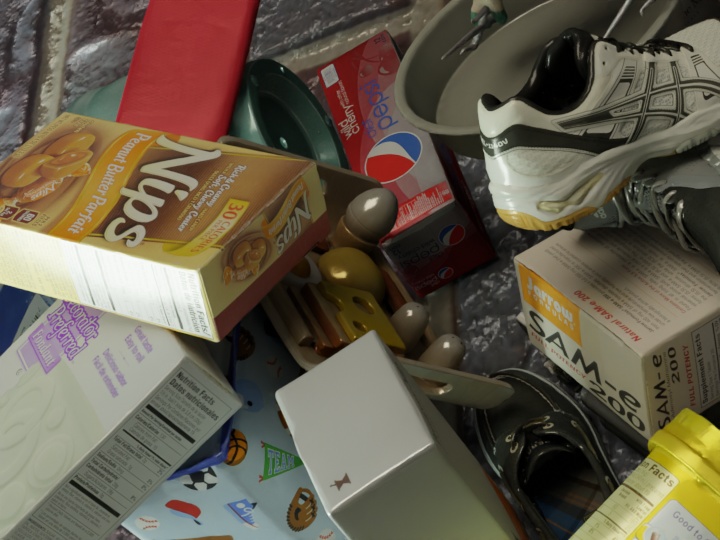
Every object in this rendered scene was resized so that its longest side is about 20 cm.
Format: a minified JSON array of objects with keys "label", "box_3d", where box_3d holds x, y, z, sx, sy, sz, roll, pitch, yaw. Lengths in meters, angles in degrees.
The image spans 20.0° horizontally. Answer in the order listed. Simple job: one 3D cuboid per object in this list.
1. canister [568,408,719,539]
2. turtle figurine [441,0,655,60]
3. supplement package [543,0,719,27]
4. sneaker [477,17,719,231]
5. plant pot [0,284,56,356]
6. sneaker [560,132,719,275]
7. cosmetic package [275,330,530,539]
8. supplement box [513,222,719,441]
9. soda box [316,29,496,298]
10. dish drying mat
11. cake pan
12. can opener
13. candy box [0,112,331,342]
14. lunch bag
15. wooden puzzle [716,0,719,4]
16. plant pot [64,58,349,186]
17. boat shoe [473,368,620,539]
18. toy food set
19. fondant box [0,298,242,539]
[{"label":"canister","box_3d":[0.158,0.196,1.091,0.200,0.087,0.149,-45,75,-5]},{"label":"turtle figurine","box_3d":[0.128,-0.208,1.244,0.150,0.101,0.200,4,42,45]},{"label":"supplement package","box_3d":[0.224,-0.215,1.408,0.200,0.111,0.156,-47,43,-9]},{"label":"sneaker","box_3d":[0.147,-0.104,1.142,0.200,0.088,0.076,-36,27,-30]},{"label":"plant pot","box_3d":[-0.313,0.060,1.472,0.180,0.200,0.200,2,55,26]},{"label":"sneaker","box_3d":[0.169,-0.032,1.169,0.115,0.075,0.200,-15,27,8]},{"label":"cosmetic package","box_3d":[0.039,0.137,1.162,0.071,0.200,0.101,-33,43,5]},{"label":"supplement box","box_3d":[0.210,0.001,1.222,0.200,0.074,0.126,-29,40,-17]},{"label":"soda box","box_3d":[0.031,-0.078,1.448,0.063,0.070,0.200,-29,44,10]},{"label":"dish drying mat","box_3d":[-0.119,-0.105,1.331,0.077,0.018,0.200,5,61,13]},{"label":"cake pan","box_3d":[0.117,-0.140,1.283,0.200,0.037,0.200,-23,33,16]},{"label":"can opener","box_3d":[0.170,0.069,1.241,0.067,0.053,0.200,-49,44,-4]},{"label":"candy box","box_3d":[-0.132,-0.030,1.206,0.200,0.055,0.115,12,42,34]},{"label":"lunch bag","box_3d":[-0.068,0.090,1.295,0.124,0.170,0.200,-20,43,24]},{"label":"wooden puzzle","box_3d":[0.320,-0.203,1.312,0.200,0.185,0.046,-48,7,-14]},{"label":"plant pot","box_3d":[-0.092,-0.065,1.408,0.134,0.200,0.200,-29,43,24]},{"label":"boat shoe","box_3d":[0.118,0.119,1.230,0.069,0.057,0.200,-35,43,3]},{"label":"toy food set","box_3d":[0.000,0.000,1.265,0.060,0.143,0.200,-53,46,23]},{"label":"fondant box","box_3d":[-0.179,0.099,1.210,0.200,0.058,0.144,-44,36,3]}]
